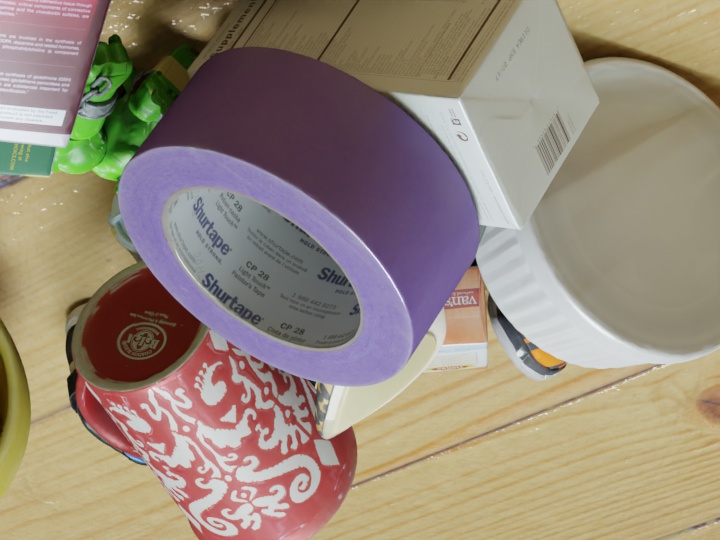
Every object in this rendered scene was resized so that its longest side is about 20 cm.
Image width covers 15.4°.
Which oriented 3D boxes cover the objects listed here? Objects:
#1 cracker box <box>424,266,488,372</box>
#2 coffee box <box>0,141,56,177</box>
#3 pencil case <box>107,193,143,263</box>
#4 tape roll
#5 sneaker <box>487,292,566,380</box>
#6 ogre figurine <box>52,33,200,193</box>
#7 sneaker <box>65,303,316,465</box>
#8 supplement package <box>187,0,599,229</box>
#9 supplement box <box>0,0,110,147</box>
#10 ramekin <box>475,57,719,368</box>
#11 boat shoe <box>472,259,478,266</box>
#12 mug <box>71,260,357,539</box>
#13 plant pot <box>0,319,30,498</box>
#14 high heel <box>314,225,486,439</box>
[{"bbox_3d":[0.023,0.038,1.867,0.133,0.058,0.200,-3,174,2],"label":"cracker box"},{"bbox_3d":[-0.295,-0.099,1.620,0.199,0.123,0.044,2,110,-29],"label":"coffee box"},{"bbox_3d":[-0.107,0.003,1.854,0.090,0.083,0.200,8,151,20],"label":"pencil case"},{"bbox_3d":[-0.037,-0.029,1.550,0.200,0.085,0.200,25,148,17],"label":"tape roll"},{"bbox_3d":[0.167,0.014,1.853,0.112,0.078,0.200,-31,175,25],"label":"sneaker"},{"bbox_3d":[-0.123,-0.096,1.690,0.120,0.098,0.200,-35,174,38],"label":"ogre figurine"},{"bbox_3d":[-0.126,0.099,1.972,0.199,0.112,0.073,12,145,-20],"label":"sneaker"},{"bbox_3d":[0.019,-0.109,1.578,0.200,0.114,0.110,9,142,36],"label":"supplement package"},{"bbox_3d":[-0.200,-0.172,1.527,0.109,0.061,0.200,5,125,-25],"label":"supplement box"},{"bbox_3d":[0.162,-0.029,1.724,0.202,0.203,0.094,17,156,-26],"label":"ramekin"},{"bbox_3d":[0.076,-0.031,1.821,0.199,0.070,0.071,-2,147,1],"label":"boat shoe"},{"bbox_3d":[-0.121,0.097,1.802,0.177,0.134,0.200,-19,139,15],"label":"mug"},{"bbox_3d":[-0.334,0.115,1.931,0.200,0.201,0.189,-1,163,-1],"label":"plant pot"},{"bbox_3d":[0.000,0.000,1.756,0.071,0.143,0.200,10,120,-40],"label":"high heel"}]
